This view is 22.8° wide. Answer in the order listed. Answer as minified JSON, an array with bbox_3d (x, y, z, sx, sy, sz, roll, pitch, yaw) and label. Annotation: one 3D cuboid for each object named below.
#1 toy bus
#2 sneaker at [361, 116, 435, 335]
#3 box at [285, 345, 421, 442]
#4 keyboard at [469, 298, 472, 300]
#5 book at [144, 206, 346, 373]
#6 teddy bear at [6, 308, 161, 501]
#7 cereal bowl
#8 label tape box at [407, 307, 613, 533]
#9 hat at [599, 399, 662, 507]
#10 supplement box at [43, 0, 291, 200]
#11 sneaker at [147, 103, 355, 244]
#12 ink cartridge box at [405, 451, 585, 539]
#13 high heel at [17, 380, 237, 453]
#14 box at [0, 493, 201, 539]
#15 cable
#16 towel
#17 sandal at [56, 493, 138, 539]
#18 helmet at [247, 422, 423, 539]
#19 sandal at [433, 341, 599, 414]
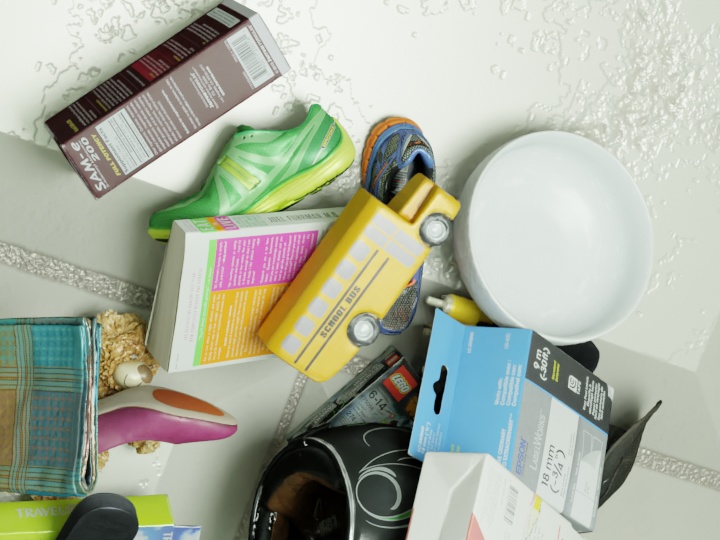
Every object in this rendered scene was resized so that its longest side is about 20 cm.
[{"bbox_3d":[0.000,0.000,1.559,0.078,0.065,0.201,35,93,-18],"label":"toy bus"},{"bbox_3d":[0.032,-0.036,1.635,0.075,0.078,0.202,-3,105,-17],"label":"sneaker"},{"bbox_3d":[0.040,0.192,1.719,0.137,0.040,0.200,-40,112,-4],"label":"box"},{"bbox_3d":[0.142,0.115,1.750,0.056,0.011,0.201,-26,111,-16],"label":"keyboard"},{"bbox_3d":[-0.083,0.013,1.585,0.199,0.048,0.135,-5,121,-34],"label":"book"},{"bbox_3d":[-0.246,0.132,1.594,0.199,0.067,0.145,-37,115,-5],"label":"teddy bear"},{"bbox_3d":[0.170,-0.026,1.664,0.198,0.083,0.202,5,79,-24],"label":"cereal bowl"},{"bbox_3d":[0.140,0.135,1.595,0.200,0.063,0.145,34,57,-38],"label":"label tape box"},{"bbox_3d":[0.210,0.192,1.740,0.081,0.200,0.202,32,93,16],"label":"hat"},{"bbox_3d":[-0.167,-0.149,1.523,0.199,0.109,0.061,-34,112,-6],"label":"supplement box"},{"bbox_3d":[-0.103,-0.083,1.592,0.199,0.074,0.084,-28,86,-6],"label":"sneaker"},{"bbox_3d":[0.119,0.249,1.532,0.200,0.067,0.117,42,54,-44],"label":"ink cartridge box"},{"bbox_3d":[-0.209,0.150,1.545,0.198,0.067,0.097,10,102,-4],"label":"high heel"},{"bbox_3d":[-0.252,0.262,1.615,0.198,0.048,0.123,0,128,-19],"label":"box"},{"bbox_3d":[0.141,0.067,1.705,0.198,0.050,0.098,-1,104,-23],"label":"cable"},{"bbox_3d":[-0.296,0.113,1.499,0.022,0.199,0.148,6,84,-54],"label":"towel"},{"bbox_3d":[-0.254,0.280,1.559,0.075,0.043,0.201,10,124,-25],"label":"sandal"},{"bbox_3d":[0.015,0.239,1.600,0.190,0.200,0.202,15,100,-39],"label":"helmet"},{"bbox_3d":[0.149,0.115,1.703,0.199,0.043,0.077,-16,131,-29],"label":"sandal"}]
